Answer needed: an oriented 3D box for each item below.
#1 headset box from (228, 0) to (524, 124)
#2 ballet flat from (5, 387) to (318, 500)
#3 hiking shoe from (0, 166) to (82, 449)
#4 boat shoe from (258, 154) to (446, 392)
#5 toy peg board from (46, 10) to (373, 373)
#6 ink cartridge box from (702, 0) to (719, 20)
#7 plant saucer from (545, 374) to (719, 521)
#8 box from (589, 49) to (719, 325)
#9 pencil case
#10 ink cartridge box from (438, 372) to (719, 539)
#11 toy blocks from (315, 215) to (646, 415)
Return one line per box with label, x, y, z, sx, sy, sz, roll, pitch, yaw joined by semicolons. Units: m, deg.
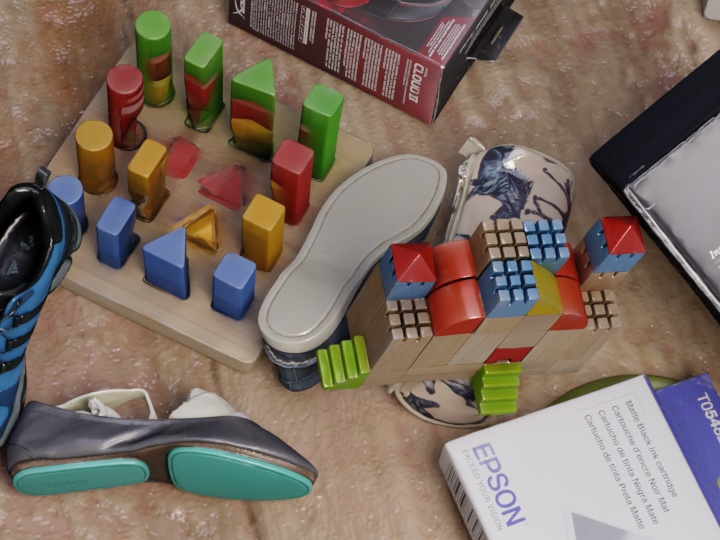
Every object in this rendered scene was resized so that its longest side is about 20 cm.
headset box;0.023;-0.213;1.335;0.199;0.075;0.149;28;61;11
ballet flat;-0.126;0.107;1.143;0.199;0.073;0.073;1;60;-2
hiking shoe;-0.240;0.034;1.129;0.074;0.087;0.201;16;76;4
boat shoe;0.000;0.000;1.217;0.074;0.062;0.200;15;50;22
toy peg board;-0.117;-0.069;1.227;0.199;0.098;0.200;24;61;9
ink cartridge box;0.312;-0.311;1.378;0.082;0.147;0.201;4;61;0
plant saucer;0.195;0.152;1.169;0.199;0.031;0.201;2;61;-4
box;0.257;-0.024;1.130;0.124;0.200;0.197;-41;96;7
pencil case;0.082;0.010;1.211;0.089;0.078;0.201;22;60;-3
ink cartridge box;0.177;0.168;1.117;0.199;0.041;0.200;-18;63;-15
toy blocks;0.083;0.017;1.083;0.199;0.137;0.100;-3;65;-18
